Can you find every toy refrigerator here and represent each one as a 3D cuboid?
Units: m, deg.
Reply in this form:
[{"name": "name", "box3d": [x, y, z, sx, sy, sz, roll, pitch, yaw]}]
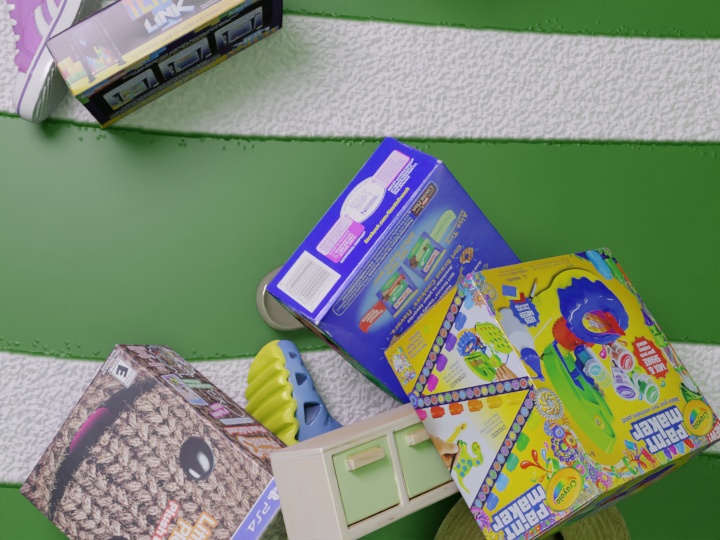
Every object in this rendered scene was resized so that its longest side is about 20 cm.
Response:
[{"name": "toy refrigerator", "box3d": [0.027, 0.158, 0.959, 0.199, 0.070, 0.077, -12, 88, -45]}]

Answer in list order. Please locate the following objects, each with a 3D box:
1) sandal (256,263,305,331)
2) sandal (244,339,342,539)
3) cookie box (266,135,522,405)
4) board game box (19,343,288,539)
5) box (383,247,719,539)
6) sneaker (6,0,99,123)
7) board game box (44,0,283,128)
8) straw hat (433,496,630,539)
[{"name": "sandal", "box3d": [0.000, 0.001, 1.085, 0.200, 0.057, 0.080, -27, 90, -10]}, {"name": "sandal", "box3d": [-0.045, 0.160, 1.075, 0.086, 0.079, 0.202, -12, 82, -36]}, {"name": "cookie box", "box3d": [0.040, 0.012, 1.024, 0.172, 0.200, 0.075, -51, 47, -6]}, {"name": "board game box", "box3d": [-0.159, 0.185, 1.004, 0.199, 0.097, 0.160, 36, 96, 16]}, {"name": "box", "box3d": [0.161, 0.102, 0.964, 0.199, 0.122, 0.194, -10, 64, -46]}, {"name": "sneaker", "box3d": [-0.305, -0.238, 1.071, 0.113, 0.073, 0.202, 15, 76, 0]}, {"name": "board game box", "box3d": [-0.164, -0.208, 1.028, 0.199, 0.165, 0.057, -30, 91, -6]}, {"name": "straw hat", "box3d": [0.144, 0.262, 1.072, 0.199, 0.085, 0.203, -1, 100, -6]}]
